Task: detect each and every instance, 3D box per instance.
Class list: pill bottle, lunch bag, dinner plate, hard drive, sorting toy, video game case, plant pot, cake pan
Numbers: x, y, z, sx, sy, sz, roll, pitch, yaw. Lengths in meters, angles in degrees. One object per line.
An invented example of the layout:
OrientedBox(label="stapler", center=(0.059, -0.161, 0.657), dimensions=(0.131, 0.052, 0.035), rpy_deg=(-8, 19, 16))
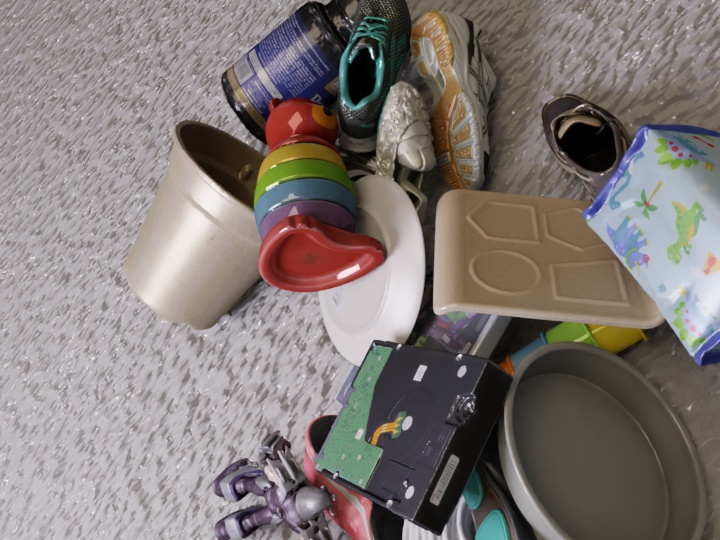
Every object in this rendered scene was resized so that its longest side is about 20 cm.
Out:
OrientedBox(label="pill bottle", center=(-0.066, -0.255, 1.084), dimensions=(0.199, 0.112, 0.113), rpy_deg=(-35, 57, 16))
OrientedBox(label="lunch bag", center=(0.310, -0.023, 0.720), dimensions=(0.171, 0.198, 0.128), rpy_deg=(60, 139, 34))
OrientedBox(label="dinner plate", center=(0.000, 0.000, 0.927), dimensions=(0.199, 0.024, 0.203), rpy_deg=(-7, 82, 57))
OrientedBox(label="hard drive", center=(0.038, 0.136, 0.768), dimensions=(0.199, 0.038, 0.141), rpy_deg=(0, 60, 63))
OrientedBox(label="sorting toy", center=(0.167, -0.011, 0.809), dimensions=(0.197, 0.037, 0.186), rpy_deg=(2, 37, 5))
OrientedBox(label="video game case", center=(0.062, 0.078, 0.884), dimensions=(0.202, 0.023, 0.182), rpy_deg=(-60, 27, -1))
OrientedBox(label="plant pot", center=(-0.179, -0.041, 1.039), dimensions=(0.184, 0.199, 0.201), rpy_deg=(-51, 53, 17))
OrientedBox(label="cake pan", center=(0.195, 0.156, 0.730), dimensions=(0.037, 0.198, 0.202), rpy_deg=(-51, 46, 48))

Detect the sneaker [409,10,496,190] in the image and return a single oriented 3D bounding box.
OrientedBox(label="sneaker", center=(0.120, -0.186, 0.967), dimensions=(0.075, 0.087, 0.203), rpy_deg=(-12, 87, 50))

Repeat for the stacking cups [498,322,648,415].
OrientedBox(label="stacking cups", center=(0.167, 0.090, 0.828), dimensions=(0.199, 0.060, 0.061), rpy_deg=(-33, 58, 12))

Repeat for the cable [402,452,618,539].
OrientedBox(label="cable", center=(0.132, 0.231, 0.784), dimensions=(0.198, 0.069, 0.202), rpy_deg=(-16, 60, 16))

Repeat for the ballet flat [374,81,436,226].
OrientedBox(label="ballet flat", center=(0.051, -0.096, 0.946), dimensions=(0.071, 0.071, 0.203), rpy_deg=(19, 108, 36))

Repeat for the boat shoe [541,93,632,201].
OrientedBox(label="boat shoe", center=(0.223, -0.128, 0.851), dimensions=(0.074, 0.073, 0.201), rpy_deg=(-35, 36, 10))

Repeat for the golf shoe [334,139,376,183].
OrientedBox(label="golf shoe", center=(-0.032, -0.123, 1.034), dimensions=(0.198, 0.078, 0.096), rpy_deg=(4, 74, 34))

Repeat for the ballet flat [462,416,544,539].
OrientedBox(label="ballet flat", center=(0.121, 0.199, 0.728), dimensions=(0.073, 0.073, 0.202), rpy_deg=(-31, 50, 18))

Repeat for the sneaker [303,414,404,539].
OrientedBox(label="sneaker", center=(0.009, 0.240, 0.885), dimensions=(0.201, 0.073, 0.087), rpy_deg=(52, 145, 21))

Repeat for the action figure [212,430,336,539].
OrientedBox(label="action figure", center=(-0.084, 0.229, 0.893), dimensions=(0.199, 0.069, 0.132), rpy_deg=(-18, 88, 51))

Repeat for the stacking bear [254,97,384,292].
OrientedBox(label="stacking bear", center=(-0.056, -0.091, 0.910), dimensions=(0.113, 0.120, 0.202), rpy_deg=(-36, 49, 42))

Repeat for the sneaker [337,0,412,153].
OrientedBox(label="sneaker", center=(0.015, -0.234, 0.959), dimensions=(0.076, 0.091, 0.203), rpy_deg=(6, 74, 7))
